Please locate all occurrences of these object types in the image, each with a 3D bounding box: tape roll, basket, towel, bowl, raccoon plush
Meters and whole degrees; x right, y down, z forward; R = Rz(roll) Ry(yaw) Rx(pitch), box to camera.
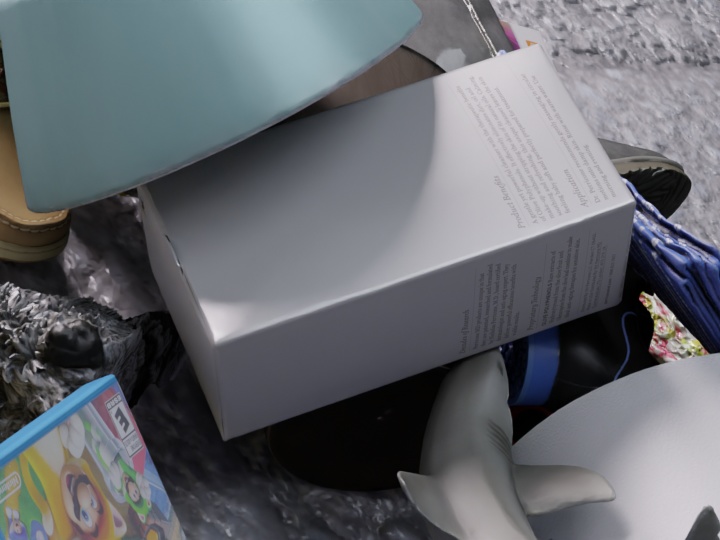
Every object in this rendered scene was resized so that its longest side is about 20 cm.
[{"bbox_3d":[0.166,0.153,0.930,0.202,0.203,0.139,14,43,-29],"label":"tape roll"},{"bbox_3d":[0.000,0.000,1.020,0.180,0.136,0.201,28,39,-38],"label":"basket"},{"bbox_3d":[0.140,-0.018,0.986,0.145,0.024,0.200,49,3,-44],"label":"towel"},{"bbox_3d":[-0.083,-0.117,0.891,0.105,0.200,0.201,64,33,-15],"label":"bowl"},{"bbox_3d":[-0.169,0.038,0.907,0.134,0.097,0.200,26,4,8],"label":"raccoon plush"}]

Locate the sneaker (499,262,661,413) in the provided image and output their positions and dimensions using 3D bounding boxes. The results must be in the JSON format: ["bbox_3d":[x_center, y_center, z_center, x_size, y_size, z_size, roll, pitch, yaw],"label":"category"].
[{"bbox_3d":[0.108,0.010,1.028,0.078,0.070,0.200,10,34,-9],"label":"sneaker"}]

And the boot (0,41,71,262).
[{"bbox_3d":[-0.180,-0.120,0.974,0.073,0.156,0.200,-6,54,-43],"label":"boot"}]

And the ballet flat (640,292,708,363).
[{"bbox_3d":[0.210,0.085,1.167,0.200,0.076,0.064,40,67,11],"label":"ballet flat"}]

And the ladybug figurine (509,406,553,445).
[{"bbox_3d":[0.101,0.073,1.070,0.135,0.072,0.200,28,38,-13],"label":"ladybug figurine"}]

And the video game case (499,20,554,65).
[{"bbox_3d":[0.053,-0.101,1.249,0.199,0.036,0.182,11,44,-31],"label":"video game case"}]

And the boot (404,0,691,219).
[{"bbox_3d":[0.093,-0.110,1.215,0.181,0.073,0.200,4,44,-39],"label":"boot"}]

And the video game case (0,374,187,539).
[{"bbox_3d":[-0.086,0.151,0.768,0.201,0.018,0.143,67,17,-6],"label":"video game case"}]

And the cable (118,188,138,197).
[{"bbox_3d":[-0.090,-0.046,1.003,0.200,0.097,0.050,46,-9,30],"label":"cable"}]

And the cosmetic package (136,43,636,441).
[{"bbox_3d":[0.011,-0.015,0.897,0.199,0.085,0.108,-18,56,-11],"label":"cosmetic package"}]

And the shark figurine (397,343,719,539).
[{"bbox_3d":[0.061,0.106,0.827,0.089,0.128,0.214,37,-3,-36],"label":"shark figurine"}]
